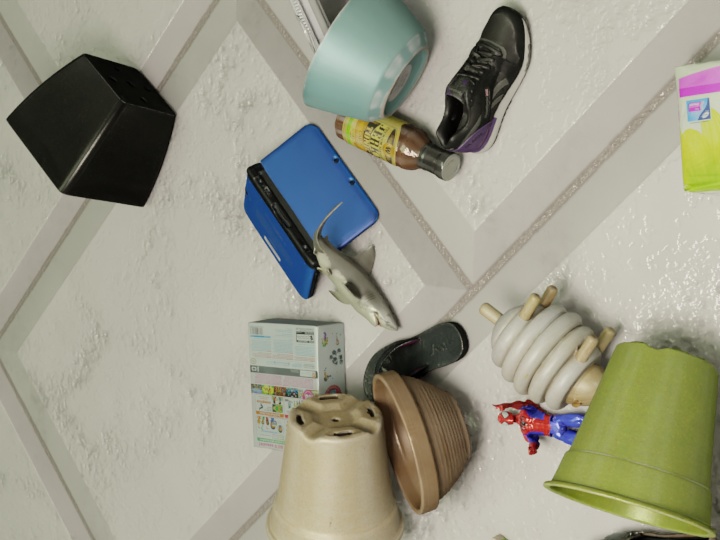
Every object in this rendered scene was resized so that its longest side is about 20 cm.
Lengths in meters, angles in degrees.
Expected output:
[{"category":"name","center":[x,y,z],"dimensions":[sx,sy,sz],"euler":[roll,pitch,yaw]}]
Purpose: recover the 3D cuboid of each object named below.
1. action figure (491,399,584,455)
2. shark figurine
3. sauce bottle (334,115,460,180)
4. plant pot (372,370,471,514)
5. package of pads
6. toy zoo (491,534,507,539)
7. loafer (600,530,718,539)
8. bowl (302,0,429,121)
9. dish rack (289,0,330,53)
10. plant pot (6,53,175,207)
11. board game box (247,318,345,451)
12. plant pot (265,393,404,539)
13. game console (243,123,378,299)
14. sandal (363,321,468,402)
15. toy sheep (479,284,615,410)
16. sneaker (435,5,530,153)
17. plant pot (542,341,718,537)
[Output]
[{"category":"action figure","center":[0.248,0.205,1.505],"dimensions":[0.200,0.099,0.065],"euler":[4,96,42]},{"category":"shark figurine","center":[-0.016,-0.016,1.698],"dimensions":[0.128,0.090,0.214],"euler":[25,155,55]},{"category":"sauce bottle","center":[0.052,-0.181,1.648],"dimensions":[0.200,0.065,0.065],"euler":[28,111,35]},{"category":"plant pot","center":[0.091,0.225,1.613],"dimensions":[0.201,0.093,0.201],"euler":[164,90,-78]},{"category":"package of pads","center":[0.456,-0.163,1.308],"dimensions":[0.200,0.068,0.155],"euler":[-4,92,41]},{"category":"toy zoo","center":[0.243,0.462,1.581],"dimensions":[0.200,0.020,0.131],"euler":[26,111,35]},{"category":"loafer","center":[0.351,0.342,1.437],"dimensions":[0.200,0.072,0.063],"euler":[-9,126,33]},{"category":"bowl","center":[0.021,-0.284,1.602],"dimensions":[0.105,0.201,0.201],"euler":[33,117,10]},{"category":"dish rack","center":[-0.079,-0.388,1.662],"dimensions":[0.200,0.044,0.172],"euler":[63,-179,-31]},{"category":"plant pot","center":[-0.433,-0.245,1.977],"dimensions":[0.177,0.199,0.200],"euler":[-50,63,20]},{"category":"board game box","center":[-0.097,0.178,1.811],"dimensions":[0.148,0.064,0.200],"euler":[2,95,40]},{"category":"plant pot","center":[-0.034,0.282,1.656],"dimensions":[0.200,0.200,0.184],"euler":[20,119,37]},{"category":"game console","center":[-0.080,-0.088,1.799],"dimensions":[0.200,0.118,0.171],"euler":[56,156,22]},{"category":"sandal","center":[0.065,0.129,1.679],"dimensions":[0.200,0.048,0.075],"euler":[-36,72,36]},{"category":"toy sheep","center":[0.234,0.099,1.483],"dimensions":[0.200,0.138,0.138],"euler":[40,118,25]},{"category":"sneaker","center":[0.158,-0.247,1.536],"dimensions":[0.076,0.088,0.200],"euler":[28,111,35]},{"category":"plant pot","center":[0.335,0.190,1.367],"dimensions":[0.200,0.200,0.190],"euler":[9,75,39]}]
